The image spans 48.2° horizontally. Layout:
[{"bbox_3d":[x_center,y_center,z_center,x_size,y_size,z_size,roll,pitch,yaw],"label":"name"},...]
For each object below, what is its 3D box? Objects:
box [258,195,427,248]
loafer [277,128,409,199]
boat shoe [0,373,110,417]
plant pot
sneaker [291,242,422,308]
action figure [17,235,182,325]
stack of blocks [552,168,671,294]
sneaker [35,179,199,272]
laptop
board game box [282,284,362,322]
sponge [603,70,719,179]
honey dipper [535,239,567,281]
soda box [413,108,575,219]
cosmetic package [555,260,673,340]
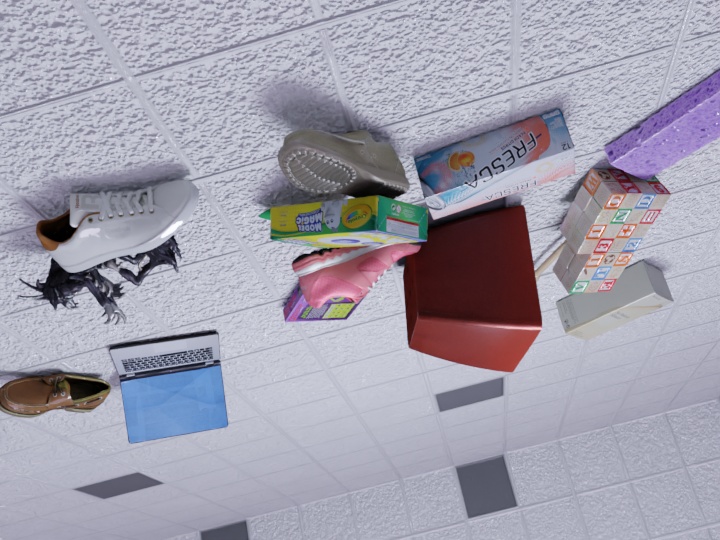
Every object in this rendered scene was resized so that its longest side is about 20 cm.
[{"bbox_3d":[-0.026,-0.059,1.032,0.198,0.049,0.117,0,175,38],"label":"box"},{"bbox_3d":[-0.021,-0.130,0.941,0.075,0.069,0.199,-26,156,33],"label":"loafer"},{"bbox_3d":[-0.530,0.207,1.399,0.068,0.073,0.199,-34,158,29],"label":"boat shoe"},{"bbox_3d":[0.160,0.035,1.246,0.173,0.203,0.200,-2,154,-4],"label":"plant pot"},{"bbox_3d":[0.000,0.000,1.164,0.197,0.088,0.074,-15,-175,-18],"label":"sneaker"},{"bbox_3d":[-0.328,0.014,1.035,0.197,0.119,0.103,-21,123,-3],"label":"action figure"},{"bbox_3d":[0.368,-0.056,1.231,0.113,0.059,0.202,-2,134,-24],"label":"stack of blocks"},{"bbox_3d":[-0.288,-0.063,0.944,0.198,0.073,0.085,-24,141,7],"label":"sneaker"},{"bbox_3d":[-0.336,0.211,1.436,0.184,0.117,0.201,-8,155,-13],"label":"laptop"},{"bbox_3d":[-0.042,0.028,1.309,0.118,0.033,0.200,-5,153,-28],"label":"board game box"},{"bbox_3d":[0.440,-0.194,1.087,0.111,0.030,0.199,11,145,-41],"label":"sponge"},{"bbox_3d":[0.333,-0.033,1.359,0.037,0.038,0.200,-2,152,-23],"label":"honey dipper"},{"bbox_3d":[0.173,-0.135,1.037,0.197,0.064,0.068,-19,155,9],"label":"soda box"},{"bbox_3d":[0.503,0.063,1.603,0.199,0.074,0.103,-31,150,34],"label":"cosmetic package"}]
